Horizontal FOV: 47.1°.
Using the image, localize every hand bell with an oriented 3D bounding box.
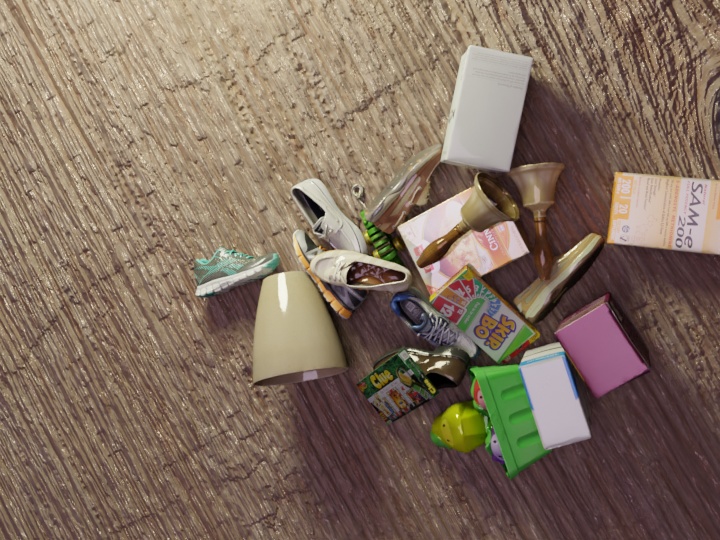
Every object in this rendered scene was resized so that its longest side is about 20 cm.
[{"bbox_3d":[0.173,-0.068,1.457,0.200,0.104,0.104,-43,81,28],"label":"hand bell"},{"bbox_3d":[0.318,-0.082,1.462,0.104,0.104,0.201,-5,87,18],"label":"hand bell"}]

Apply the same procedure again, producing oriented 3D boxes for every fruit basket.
[{"bbox_3d":[0.224,0.279,1.518,0.215,0.156,0.216,0,88,2],"label":"fruit basket"}]

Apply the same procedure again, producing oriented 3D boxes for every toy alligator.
[{"bbox_3d":[0.028,-0.080,1.593,0.059,0.054,0.200,-31,84,17],"label":"toy alligator"}]

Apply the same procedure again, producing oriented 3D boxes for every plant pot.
[{"bbox_3d":[-0.130,0.109,1.607,0.187,0.187,0.201,-14,77,19],"label":"plant pot"}]

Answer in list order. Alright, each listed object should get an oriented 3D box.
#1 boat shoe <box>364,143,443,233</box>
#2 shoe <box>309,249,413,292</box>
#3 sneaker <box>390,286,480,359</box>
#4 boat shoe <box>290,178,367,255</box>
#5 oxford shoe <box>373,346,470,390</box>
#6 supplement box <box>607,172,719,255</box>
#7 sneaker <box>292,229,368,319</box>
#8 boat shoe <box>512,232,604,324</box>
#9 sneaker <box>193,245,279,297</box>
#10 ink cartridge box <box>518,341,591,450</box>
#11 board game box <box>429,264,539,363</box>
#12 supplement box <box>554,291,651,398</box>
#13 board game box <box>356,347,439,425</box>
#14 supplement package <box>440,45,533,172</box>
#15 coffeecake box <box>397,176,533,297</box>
[{"bbox_3d":[0.095,-0.153,1.559,0.072,0.076,0.200,43,94,-16],"label":"boat shoe"},{"bbox_3d":[0.000,0.000,1.552,0.199,0.053,0.070,8,90,8],"label":"shoe"},{"bbox_3d":[0.134,0.108,1.556,0.200,0.085,0.077,34,104,12],"label":"sneaker"},{"bbox_3d":[-0.064,-0.091,1.605,0.072,0.066,0.200,-39,81,43],"label":"boat shoe"},{"bbox_3d":[0.104,0.193,1.556,0.199,0.085,0.073,-9,135,35],"label":"oxford shoe"},{"bbox_3d":[0.533,-0.099,1.416,0.199,0.074,0.127,6,97,17],"label":"supplement box"},{"bbox_3d":[-0.061,-0.003,1.624,0.077,0.078,0.200,-37,86,4],"label":"sneaker"},{"bbox_3d":[0.351,0.001,1.490,0.200,0.072,0.076,-50,64,14],"label":"boat shoe"},{"bbox_3d":[-0.262,-0.012,1.686,0.199,0.078,0.092,-19,84,17],"label":"sneaker"},{"bbox_3d":[0.341,0.210,1.437,0.084,0.200,0.146,-19,88,16],"label":"ink cartridge box"},{"bbox_3d":[0.230,0.087,1.514,0.200,0.030,0.096,40,114,-14],"label":"board game box"},{"bbox_3d":[0.414,0.123,1.405,0.103,0.200,0.131,-33,83,17],"label":"supplement box"},{"bbox_3d":[0.066,0.222,1.554,0.105,0.023,0.200,53,147,7],"label":"board game box"},{"bbox_3d":[0.221,-0.281,1.467,0.117,0.117,0.201,11,95,-1],"label":"supplement package"},{"bbox_3d":[0.194,-0.059,1.531,0.200,0.073,0.154,-28,86,19],"label":"coffeecake box"}]
